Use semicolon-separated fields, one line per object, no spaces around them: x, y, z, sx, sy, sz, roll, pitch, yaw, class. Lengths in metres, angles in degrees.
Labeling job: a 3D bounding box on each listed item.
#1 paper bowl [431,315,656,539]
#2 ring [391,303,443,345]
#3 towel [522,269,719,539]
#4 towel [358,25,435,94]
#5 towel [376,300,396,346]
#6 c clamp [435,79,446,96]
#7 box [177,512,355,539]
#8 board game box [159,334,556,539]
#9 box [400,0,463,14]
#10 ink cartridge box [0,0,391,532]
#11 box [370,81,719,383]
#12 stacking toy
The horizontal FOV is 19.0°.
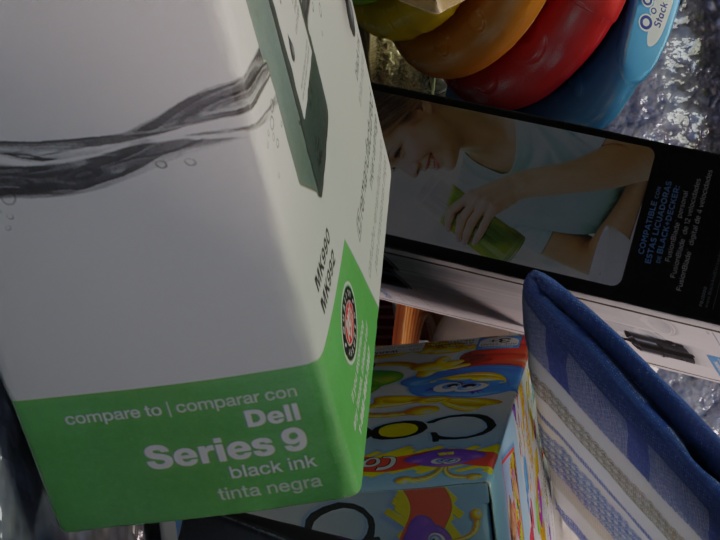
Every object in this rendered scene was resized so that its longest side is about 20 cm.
0.086;0.086;0.998;0.201;0.104;0.202;0;90;-80;paper bowl
0.024;0.087;0.993;0.200;0.019;0.202;0;90;-80;ring
0.110;0.090;0.721;0.147;0.024;0.200;48;-11;26;towel
0.007;-0.160;0.948;0.200;0.036;0.149;82;-4;-64;towel
0.000;0.000;0.979;0.200;0.023;0.145;40;47;-76;towel
0.045;-0.088;1.009;0.200;0.027;0.172;108;-24;-73;c clamp
0.050;0.139;0.563;0.199;0.122;0.107;18;85;-33;box
0.008;0.096;0.734;0.200;0.102;0.105;-51;135;-77;board game box
-0.038;-0.182;0.584;0.163;0.021;0.201;30;-38;47;box
-0.053;-0.059;0.532;0.146;0.084;0.201;-84;164;-51;ink cartridge box
0.061;-0.015;0.784;0.117;0.199;0.060;41;64;-70;box
0.009;-0.128;0.747;0.199;0.110;0.117;21;79;-32;stacking toy
